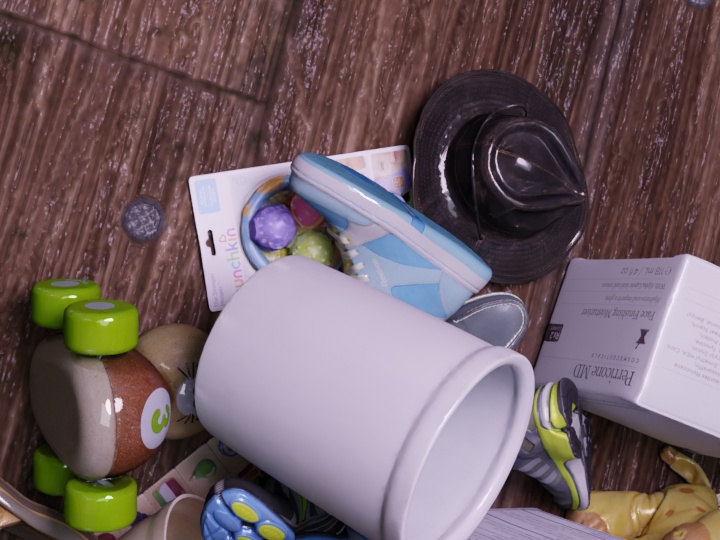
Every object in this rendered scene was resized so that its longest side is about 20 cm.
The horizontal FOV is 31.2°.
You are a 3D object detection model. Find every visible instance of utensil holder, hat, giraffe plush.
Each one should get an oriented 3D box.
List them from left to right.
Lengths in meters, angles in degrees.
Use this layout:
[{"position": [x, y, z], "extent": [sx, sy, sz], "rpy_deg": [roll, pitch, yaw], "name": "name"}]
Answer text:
[{"position": [0.000, 0.098, 0.955], "extent": [0.199, 0.170, 0.171], "rpy_deg": [26, 78, 27], "name": "utensil holder"}, {"position": [0.143, -0.085, 1.125], "extent": [0.200, 0.081, 0.202], "rpy_deg": [2, 86, -31], "name": "hat"}, {"position": [0.299, 0.259, 1.150], "extent": [0.199, 0.162, 0.173], "rpy_deg": [-32, 99, -16], "name": "giraffe plush"}]

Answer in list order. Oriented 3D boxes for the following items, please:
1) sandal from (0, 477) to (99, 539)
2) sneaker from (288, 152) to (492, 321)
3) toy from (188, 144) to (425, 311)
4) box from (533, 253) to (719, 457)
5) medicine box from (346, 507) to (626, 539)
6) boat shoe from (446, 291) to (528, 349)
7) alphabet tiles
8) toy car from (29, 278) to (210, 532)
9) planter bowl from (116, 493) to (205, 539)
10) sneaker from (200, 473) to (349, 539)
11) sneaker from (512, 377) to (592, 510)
[{"position": [-0.293, 0.188, 0.992], "extent": [0.200, 0.080, 0.054], "rpy_deg": [35, 63, -19], "name": "sandal"}, {"position": [0.000, 0.000, 1.057], "extent": [0.199, 0.080, 0.131], "rpy_deg": [33, 101, -22], "name": "sneaker"}, {"position": [-0.037, -0.039, 1.099], "extent": [0.199, 0.047, 0.116], "rpy_deg": [-10, 92, -19], "name": "toy"}, {"position": [0.289, 0.081, 1.130], "extent": [0.199, 0.199, 0.131], "rpy_deg": [22, 82, -17], "name": "box"}, {"position": [0.101, 0.265, 1.073], "extent": [0.199, 0.182, 0.104], "rpy_deg": [0, 89, -19], "name": "medicine box"}, {"position": [0.074, 0.084, 1.128], "extent": [0.199, 0.062, 0.073], "rpy_deg": [-30, 99, -16], "name": "boat shoe"}, {"position": [-0.113, 0.255, 1.094], "extent": [0.167, 0.008, 0.201], "rpy_deg": [-38, 101, -16], "name": "alphabet tiles"}, {"position": [-0.149, 0.093, 1.017], "extent": [0.199, 0.158, 0.165], "rpy_deg": [-5, 103, -30], "name": "toy car"}, {"position": [-0.152, 0.293, 0.990], "extent": [0.134, 0.200, 0.201], "rpy_deg": [-28, 99, 10], "name": "planter bowl"}, {"position": [-0.070, 0.189, 1.031], "extent": [0.070, 0.199, 0.083], "rpy_deg": [-17, 69, 19], "name": "sneaker"}, {"position": [0.156, 0.151, 1.119], "extent": [0.080, 0.200, 0.074], "rpy_deg": [-2, 56, 18], "name": "sneaker"}]
